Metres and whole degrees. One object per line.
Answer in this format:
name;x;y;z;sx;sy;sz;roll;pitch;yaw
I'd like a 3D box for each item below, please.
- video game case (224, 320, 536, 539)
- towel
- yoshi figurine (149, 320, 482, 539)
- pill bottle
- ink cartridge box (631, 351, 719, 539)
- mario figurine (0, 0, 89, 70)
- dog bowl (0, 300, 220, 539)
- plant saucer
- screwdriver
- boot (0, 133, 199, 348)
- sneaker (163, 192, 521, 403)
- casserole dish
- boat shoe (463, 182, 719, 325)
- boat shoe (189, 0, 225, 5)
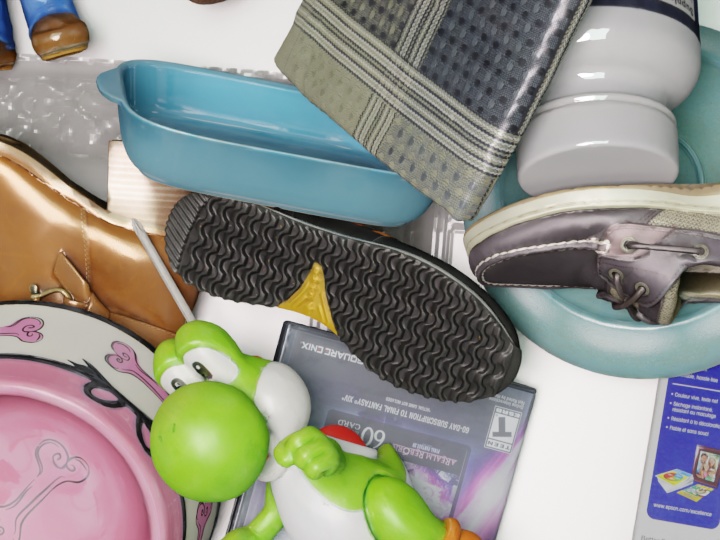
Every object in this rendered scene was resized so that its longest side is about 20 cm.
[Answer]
video game case;0.001;0.141;1.379;0.143;0.019;0.200;15;89;-11
towel;0.047;-0.146;1.305;0.200;0.035;0.193;43;113;47
yoshi figurine;-0.036;0.116;1.307;0.200;0.112;0.112;44;87;-8
pill bottle;0.118;-0.139;1.323;0.111;0.111;0.200;-3;69;6
ink cartridge box;0.203;0.085;1.356;0.099;0.039;0.200;10;78;9
mario figurine;-0.211;-0.208;1.386;0.123;0.106;0.200;-16;95;-29
dog bowl;-0.177;0.121;1.356;0.200;0.074;0.200;2;111;6
plant saucer;0.151;-0.043;1.363;0.200;0.027;0.201;-3;76;11
screwdriver;-0.072;0.059;1.376;0.028;0.029;0.200;-30;107;-7
boot;-0.186;0.003;1.398;0.200;0.074;0.155;4;92;9
sneaker;0.000;0.000;1.360;0.200;0.090;0.070;24;112;8
casserole dish;-0.044;-0.065;1.352;0.200;0.121;0.039;9;111;-12
boat shoe;0.152;-0.005;1.302;0.200;0.072;0.065;-4;70;4
boat shoe;-0.034;-0.231;1.396;0.202;0.075;0.075;-41;71;-3
